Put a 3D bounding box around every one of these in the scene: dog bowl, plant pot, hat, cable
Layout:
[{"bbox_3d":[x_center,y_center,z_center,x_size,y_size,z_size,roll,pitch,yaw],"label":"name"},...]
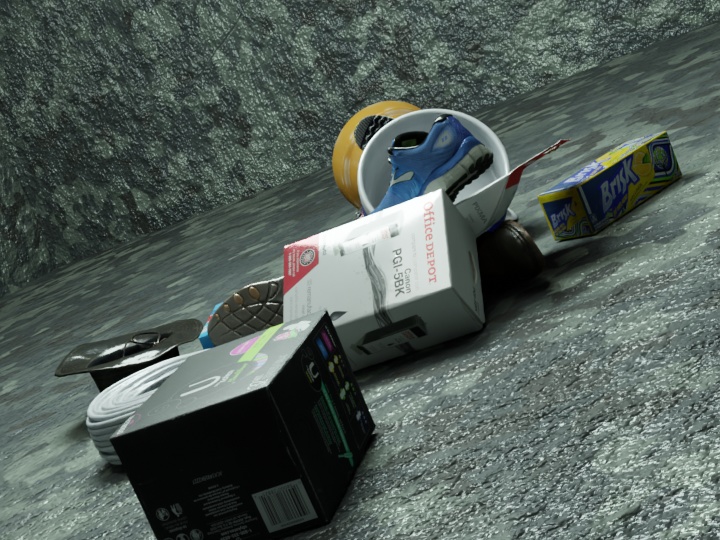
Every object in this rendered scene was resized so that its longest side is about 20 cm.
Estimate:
[{"bbox_3d":[0.098,-0.109,1.812,0.200,0.200,0.079,-24,-26,-8],"label":"dog bowl"},{"bbox_3d":[0.075,-0.162,2.265,0.200,0.200,0.183,-25,25,-10],"label":"plant pot"},{"bbox_3d":[-0.292,0.131,1.790,0.200,0.081,0.201,-14,14,4],"label":"hat"},{"bbox_3d":[-0.206,0.146,1.526,0.200,0.069,0.200,-22,9,6],"label":"cable"}]

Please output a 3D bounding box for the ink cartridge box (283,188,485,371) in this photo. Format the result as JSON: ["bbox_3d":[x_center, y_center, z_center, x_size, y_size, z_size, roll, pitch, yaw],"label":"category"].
[{"bbox_3d":[0.022,0.016,1.477,0.200,0.083,0.147,-20,47,19],"label":"ink cartridge box"}]

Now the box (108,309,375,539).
[{"bbox_3d":[-0.091,0.136,1.154,0.148,0.125,0.200,-20,11,16],"label":"box"}]

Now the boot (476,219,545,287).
[{"bbox_3d":[0.141,0.000,1.556,0.097,0.075,0.200,-35,2,-11],"label":"boot"}]

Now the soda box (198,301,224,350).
[{"bbox_3d":[-0.158,0.081,1.791,0.068,0.064,0.200,-22,9,4],"label":"soda box"}]

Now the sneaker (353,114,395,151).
[{"bbox_3d":[0.085,-0.170,1.937,0.200,0.070,0.090,19,4,-7],"label":"sneaker"}]

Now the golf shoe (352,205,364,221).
[{"bbox_3d":[0.037,-0.053,1.938,0.073,0.092,0.200,-40,16,24],"label":"golf shoe"}]

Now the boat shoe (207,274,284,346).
[{"bbox_3d":[-0.088,0.042,1.655,0.200,0.075,0.073,-27,-17,4],"label":"boat shoe"}]

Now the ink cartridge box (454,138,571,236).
[{"bbox_3d":[0.163,-0.082,1.594,0.200,0.050,0.161,-30,0,14],"label":"ink cartridge box"}]

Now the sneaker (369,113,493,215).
[{"bbox_3d":[0.067,-0.109,1.538,0.078,0.089,0.200,-24,-13,-41],"label":"sneaker"}]

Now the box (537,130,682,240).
[{"bbox_3d":[0.314,-0.107,1.720,0.200,0.064,0.070,-31,12,-38],"label":"box"}]

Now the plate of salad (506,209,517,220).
[{"bbox_3d":[0.125,-0.098,1.952,0.200,0.048,0.200,17,14,-4],"label":"plate of salad"}]
